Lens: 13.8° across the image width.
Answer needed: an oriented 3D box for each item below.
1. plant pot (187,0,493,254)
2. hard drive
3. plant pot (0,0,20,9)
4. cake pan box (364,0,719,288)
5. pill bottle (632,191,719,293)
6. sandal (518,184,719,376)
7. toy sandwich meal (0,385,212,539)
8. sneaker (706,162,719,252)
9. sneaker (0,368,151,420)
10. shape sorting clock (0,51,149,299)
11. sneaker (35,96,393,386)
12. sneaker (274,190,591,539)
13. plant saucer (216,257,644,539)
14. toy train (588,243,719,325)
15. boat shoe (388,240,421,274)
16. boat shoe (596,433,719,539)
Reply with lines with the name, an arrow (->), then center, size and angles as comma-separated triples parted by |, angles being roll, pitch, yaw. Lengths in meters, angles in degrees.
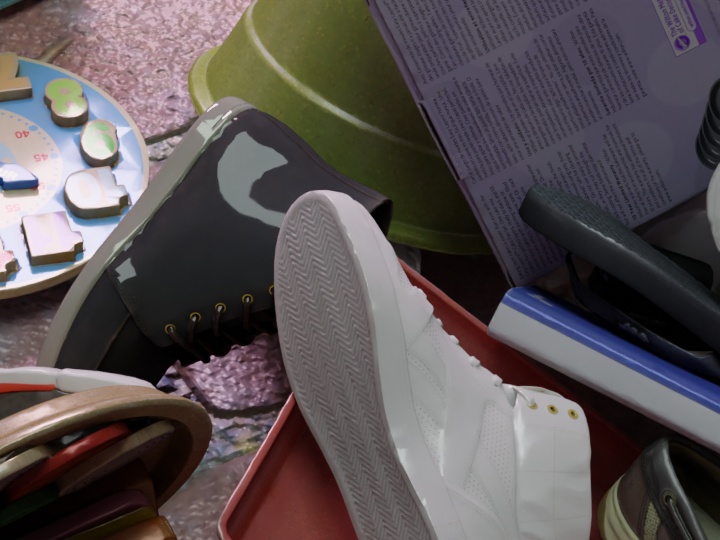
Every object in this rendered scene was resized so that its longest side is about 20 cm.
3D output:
plant pot -> 0.037, -0.141, 1.534 | 0.199, 0.190, 0.200 | 20, 26, -11
hard drive -> 0.161, 0.064, 1.436 | 0.199, 0.025, 0.132 | 27, 5, 8
plant pot -> -0.275, -0.246, 1.688 | 0.141, 0.142, 0.200 | -28, 47, -29
cake pan box -> 0.111, -0.114, 1.442 | 0.184, 0.200, 0.052 | -29, 28, 0
pill bottle -> 0.188, -0.071, 1.585 | 0.111, 0.112, 0.201 | 8, 46, 1
sandal -> 0.155, 0.028, 1.439 | 0.200, 0.043, 0.076 | 36, 9, -15
toy sandwich meal -> -0.140, 0.127, 1.299 | 0.204, 0.205, 0.070 | -21, 68, -25
sneaker -> 0.239, 0.016, 1.459 | 0.200, 0.077, 0.082 | 49, 10, -10
sneaker -> -0.184, 0.093, 1.384 | 0.199, 0.077, 0.082 | -10, 81, 17
shape sorting clock -> -0.211, -0.054, 1.574 | 0.199, 0.039, 0.201 | 4, 46, -4
sneaker -> -0.075, 0.021, 1.440 | 0.106, 0.075, 0.200 | 31, 87, 22
sneaker -> 0.037, 0.055, 1.363 | 0.115, 0.074, 0.201 | -10, 77, -39
plant saucer -> 0.042, 0.119, 1.391 | 0.200, 0.037, 0.200 | 37, 48, -7
toy train -> 0.212, 0.025, 1.510 | 0.199, 0.046, 0.034 | 17, 43, -14
boat shoe -> 0.000, 0.000, 1.521 | 0.065, 0.074, 0.200 | -16, 51, -15
boat shoe -> 0.198, 0.155, 1.379 | 0.201, 0.066, 0.072 | 41, 50, 15
